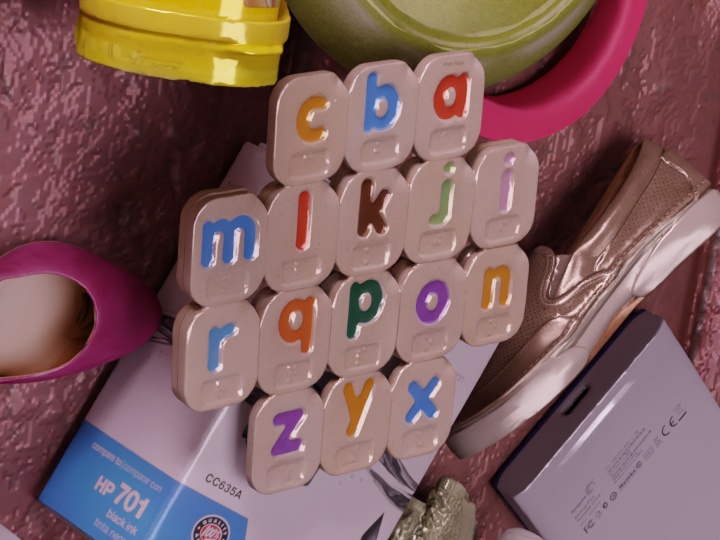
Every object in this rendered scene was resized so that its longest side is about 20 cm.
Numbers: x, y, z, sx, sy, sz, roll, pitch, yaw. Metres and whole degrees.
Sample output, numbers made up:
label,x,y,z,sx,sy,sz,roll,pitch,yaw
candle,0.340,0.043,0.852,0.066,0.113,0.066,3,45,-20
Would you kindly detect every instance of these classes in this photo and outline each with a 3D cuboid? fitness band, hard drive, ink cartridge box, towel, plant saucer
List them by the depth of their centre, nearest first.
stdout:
label,x,y,z,sx,sy,sz,roll,pitch,yaw
plant saucer,0.049,-0.177,1.208,0.199,0.031,0.201,-8,108,-26
ink cartridge box,-0.037,0.063,1.253,0.146,0.086,0.201,32,88,-44
fitness band,0.062,-0.141,1.282,0.200,0.037,0.144,21,98,-44
towel,0.004,0.199,1.341,0.201,0.036,0.148,-59,166,-5
hard drive,0.164,0.131,1.502,0.132,0.025,0.200,-48,133,-13

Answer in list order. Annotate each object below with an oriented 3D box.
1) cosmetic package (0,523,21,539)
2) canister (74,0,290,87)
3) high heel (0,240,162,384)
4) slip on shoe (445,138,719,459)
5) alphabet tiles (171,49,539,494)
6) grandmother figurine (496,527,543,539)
label,x,y,z,sx,sy,sz,roll,pitch,yaw
cosmetic package,-0.184,0.229,1.119,0.166,0.200,0.168,-13,118,-37
canister,-0.061,-0.188,1.073,0.086,0.149,0.201,8,104,-7
high heel,-0.150,0.028,1.129,0.199,0.096,0.068,10,102,-43
slip on shoe,0.108,0.014,1.379,0.200,0.076,0.061,-44,93,-7
alphabet tiles,0.000,0.000,1.188,0.199,0.015,0.197,-11,115,-37
grandmother figurine,0.049,0.217,1.346,0.061,0.121,0.200,44,59,-21
